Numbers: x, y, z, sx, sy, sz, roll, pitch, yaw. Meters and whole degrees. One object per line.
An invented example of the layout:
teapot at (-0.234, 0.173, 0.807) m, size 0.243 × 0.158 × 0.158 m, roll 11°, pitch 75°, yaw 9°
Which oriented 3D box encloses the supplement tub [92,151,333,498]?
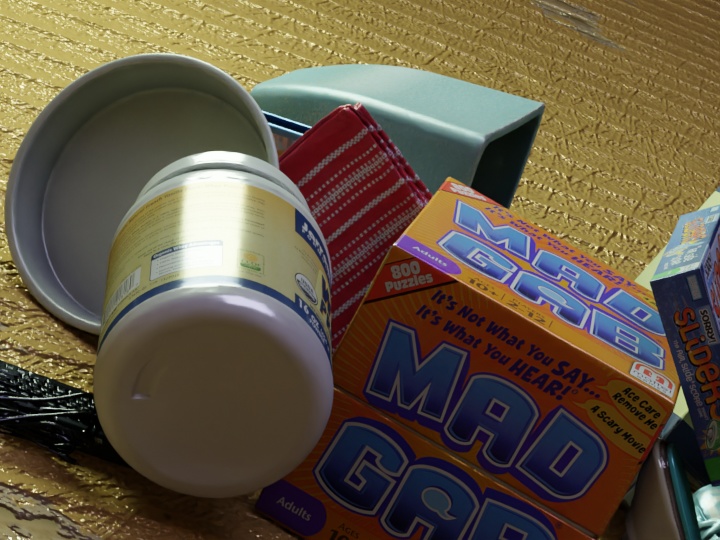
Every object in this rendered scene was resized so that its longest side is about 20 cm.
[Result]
supplement tub at (-0.088, 0.027, 1.586) m, size 0.144 × 0.145 × 0.201 m, roll 23°, pitch 28°, yaw -15°

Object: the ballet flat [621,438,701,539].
ballet flat at (0.197, 0.202, 1.625) m, size 0.070 × 0.069 × 0.201 m, roll -89°, pitch 158°, yaw -70°

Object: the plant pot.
plant pot at (0.001, -0.062, 2.002) m, size 0.199 × 0.198 × 0.196 m, roll 22°, pitch 17°, yaw 12°

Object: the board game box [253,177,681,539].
board game box at (0.080, 0.091, 1.675) m, size 0.199 × 0.201 × 0.200 m, roll 29°, pitch 18°, yaw 4°

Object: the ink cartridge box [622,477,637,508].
ink cartridge box at (0.171, 0.126, 1.970) m, size 0.200 × 0.044 × 0.174 m, roll 41°, pitch -3°, yaw 33°

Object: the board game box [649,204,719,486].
board game box at (0.230, 0.044, 1.658) m, size 0.200 × 0.034 × 0.136 m, roll -48°, pitch 121°, yaw -72°

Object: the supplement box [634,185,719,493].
supplement box at (0.287, 0.063, 1.887) m, size 0.134 × 0.200 × 0.200 m, roll 44°, pitch -3°, yaw -22°

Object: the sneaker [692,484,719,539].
sneaker at (0.241, 0.187, 1.740) m, size 0.073 × 0.083 × 0.200 m, roll -7°, pitch 2°, yaw -17°

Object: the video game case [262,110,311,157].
video game case at (-0.057, -0.046, 1.866) m, size 0.199 × 0.144 × 0.018 m, roll 20°, pitch 41°, yaw 30°

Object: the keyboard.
keyboard at (-0.192, 0.075, 1.578) m, size 0.199 × 0.040 × 0.104 m, roll 20°, pitch 19°, yaw -21°

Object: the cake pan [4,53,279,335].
cake pan at (-0.145, -0.048, 1.755) m, size 0.200 × 0.201 × 0.037 m, roll 37°, pitch -4°, yaw 23°

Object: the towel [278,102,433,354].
towel at (0.000, 0.000, 1.782) m, size 0.200 × 0.144 × 0.023 m, roll 52°, pitch 13°, yaw -10°
